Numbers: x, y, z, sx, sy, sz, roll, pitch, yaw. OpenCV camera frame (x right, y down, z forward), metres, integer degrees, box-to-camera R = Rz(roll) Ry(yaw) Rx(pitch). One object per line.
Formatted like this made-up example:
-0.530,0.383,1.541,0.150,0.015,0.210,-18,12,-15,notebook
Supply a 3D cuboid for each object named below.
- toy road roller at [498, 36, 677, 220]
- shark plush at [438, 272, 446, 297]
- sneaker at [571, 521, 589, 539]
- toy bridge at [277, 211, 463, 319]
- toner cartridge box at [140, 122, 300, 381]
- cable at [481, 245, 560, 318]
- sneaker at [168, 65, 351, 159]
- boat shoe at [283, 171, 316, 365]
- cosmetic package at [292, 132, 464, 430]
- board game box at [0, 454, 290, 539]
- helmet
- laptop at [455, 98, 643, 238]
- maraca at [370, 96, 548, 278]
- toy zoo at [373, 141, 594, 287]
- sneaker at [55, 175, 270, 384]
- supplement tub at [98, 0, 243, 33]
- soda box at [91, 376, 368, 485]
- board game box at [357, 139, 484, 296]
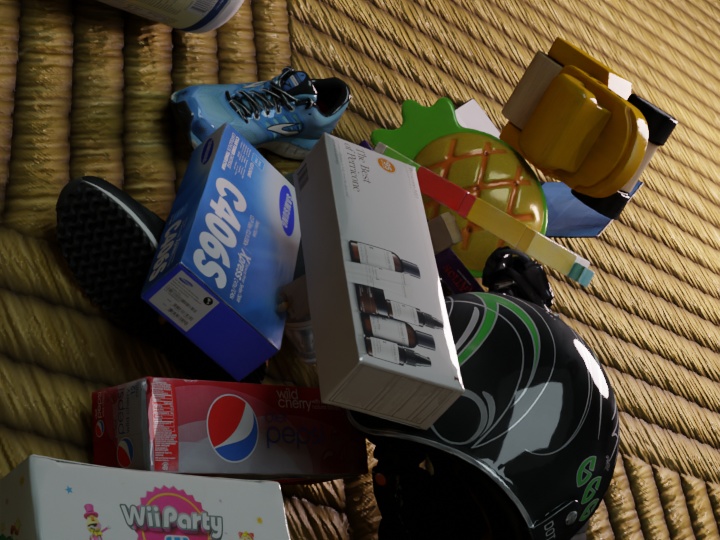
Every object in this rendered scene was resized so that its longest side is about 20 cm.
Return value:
0.208,-0.154,1.222,0.145,0.124,0.200,14,24,-46,toy road roller
0.031,0.020,0.993,0.092,0.083,0.200,60,-1,23,shark plush
0.109,0.234,0.967,0.197,0.075,0.081,1,86,-32,sneaker
0.000,0.000,0.902,0.199,0.067,0.028,-24,87,-52,toy bridge
-0.093,-0.020,0.877,0.095,0.043,0.201,44,26,-23,toner cartridge box
0.165,0.062,1.094,0.165,0.050,0.200,60,-5,15,cable
-0.084,-0.150,1.063,0.199,0.090,0.079,-13,70,-51,sneaker
-0.048,-0.012,1.004,0.203,0.073,0.065,-98,177,-50,boat shoe
0.009,0.002,0.805,0.082,0.051,0.202,19,42,-30,cosmetic package
-0.150,0.170,0.621,0.146,0.199,0.065,14,49,-40,board game box
0.089,0.111,0.874,0.200,0.199,0.191,46,46,-8,helmet
0.182,-0.116,1.312,0.201,0.116,0.187,52,35,0,laptop
0.096,-0.083,1.192,0.137,0.107,0.200,-43,81,-12,maraca
0.112,-0.042,1.009,0.199,0.021,0.131,33,6,31,toy zoo
-0.142,0.004,0.899,0.200,0.070,0.090,46,22,-11,sneaker
-0.195,-0.296,1.018,0.198,0.145,0.147,13,51,-42,supplement tub
-0.087,0.115,0.841,0.198,0.069,0.065,10,69,-45,soda box
0.053,-0.027,1.110,0.201,0.032,0.120,51,0,-1,board game box
